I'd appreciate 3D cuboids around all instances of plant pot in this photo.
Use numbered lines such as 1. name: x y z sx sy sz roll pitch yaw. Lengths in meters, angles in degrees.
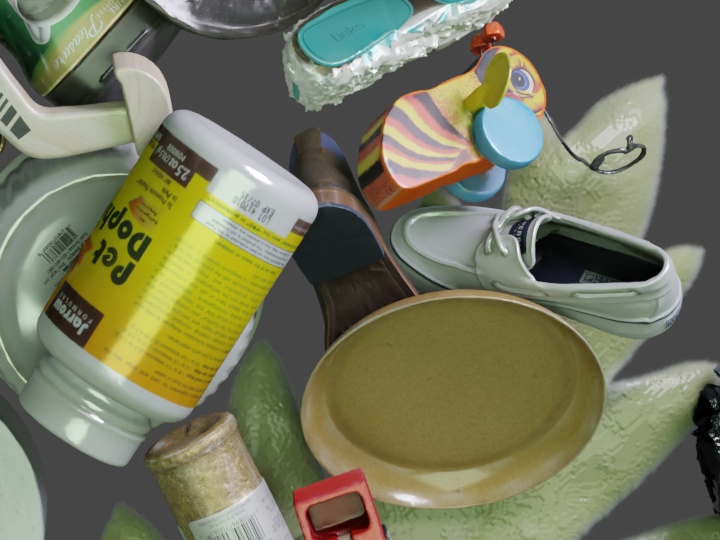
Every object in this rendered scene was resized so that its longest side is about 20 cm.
1. plant pot: 0.059 0.080 1.669 0.198 0.028 0.201 -3 135 -3

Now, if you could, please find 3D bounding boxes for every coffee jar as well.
1. coffee jar: -0.210 -0.188 1.610 0.200 0.085 0.104 43 87 -10

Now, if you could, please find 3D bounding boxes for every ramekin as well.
1. ramekin: -0.156 0.009 1.639 0.198 0.105 0.202 -1 100 -5

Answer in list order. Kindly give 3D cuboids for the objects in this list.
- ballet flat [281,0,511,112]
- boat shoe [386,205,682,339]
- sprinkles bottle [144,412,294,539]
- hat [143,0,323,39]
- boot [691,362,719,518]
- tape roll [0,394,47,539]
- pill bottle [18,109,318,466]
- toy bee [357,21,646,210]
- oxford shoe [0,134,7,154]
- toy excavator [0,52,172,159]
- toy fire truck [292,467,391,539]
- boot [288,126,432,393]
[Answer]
1. ballet flat: 0.028 -0.161 1.644 0.199 0.072 0.072 -29 102 -26
2. boat shoe: 0.110 -0.014 1.649 0.198 0.066 0.074 10 59 16
3. sprinkles bottle: -0.071 0.194 1.697 0.068 0.068 0.201 -26 101 -1
4. hat: -0.081 -0.245 1.618 0.199 0.081 0.202 -4 99 -22
5. boot: 0.316 0.149 1.728 0.161 0.073 0.200 -11 93 -6
6. tape roll: -0.303 0.158 1.669 0.198 0.066 0.202 -1 99 -5
7. pill bottle: -0.119 0.013 1.535 0.109 0.109 0.201 32 94 -10
8. toy bee: 0.074 -0.101 1.656 0.131 0.199 0.109 -31 71 33
9. oxford shoe: -0.302 -0.136 1.615 0.200 0.074 0.071 44 93 -11
10. toy excavator: -0.239 -0.111 1.547 0.194 0.100 0.200 -37 113 7
11. toy fire truck: 0.008 0.216 1.670 0.048 0.141 0.201 -19 102 0
12. boot: 0.000 0.000 1.675 0.074 0.097 0.201 -15 132 5
